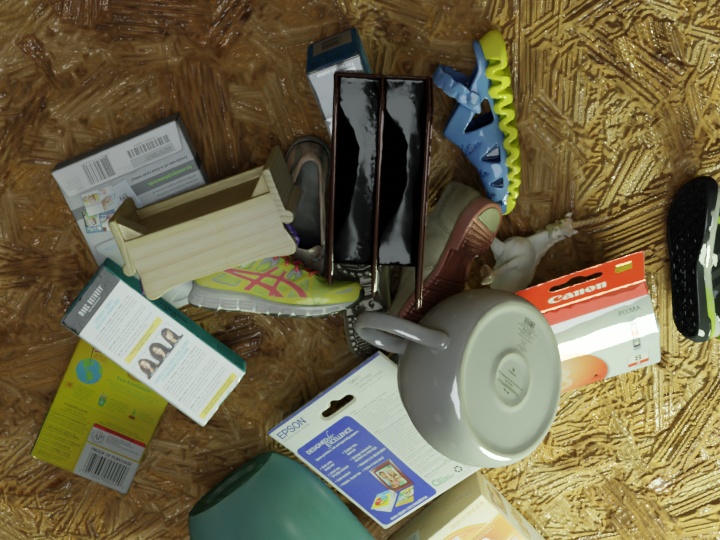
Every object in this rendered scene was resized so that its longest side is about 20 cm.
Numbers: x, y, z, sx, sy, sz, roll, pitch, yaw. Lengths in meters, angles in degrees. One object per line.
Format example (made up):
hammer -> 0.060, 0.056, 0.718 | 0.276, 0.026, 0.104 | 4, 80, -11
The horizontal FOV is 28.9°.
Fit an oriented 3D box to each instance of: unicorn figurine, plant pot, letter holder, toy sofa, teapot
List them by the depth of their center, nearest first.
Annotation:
letter holder -> 0.018, -0.076, 1.362 | 0.099, 0.142, 0.202 | 2, 112, -1
teapot -> 0.105, 0.110, 1.475 | 0.196, 0.145, 0.202 | -24, 107, -40
toy sofa -> -0.161, -0.051, 1.502 | 0.198, 0.083, 0.098 | -18, 110, 12
unicorn figurine -> 0.172, 0.006, 1.574 | 0.136, 0.074, 0.201 | -10, 134, -44
plant pot -> -0.106, 0.311, 1.633 | 0.200, 0.201, 0.162 | -34, 95, 11

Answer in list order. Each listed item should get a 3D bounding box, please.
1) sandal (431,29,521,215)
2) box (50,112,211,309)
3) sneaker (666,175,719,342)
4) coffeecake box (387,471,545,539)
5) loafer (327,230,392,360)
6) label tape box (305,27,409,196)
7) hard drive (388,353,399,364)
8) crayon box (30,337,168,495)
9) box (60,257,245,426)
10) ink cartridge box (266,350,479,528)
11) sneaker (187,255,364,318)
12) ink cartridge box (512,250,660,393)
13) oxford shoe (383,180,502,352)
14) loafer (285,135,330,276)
sandal -> 0.130, -0.157, 1.529 | 0.086, 0.080, 0.202 | -9, 102, 6
box -> -0.233, -0.055, 1.573 | 0.154, 0.041, 0.202 | -22, 108, 7
sneaker -> 0.402, -0.014, 1.598 | 0.082, 0.072, 0.202 | -11, 113, -23
coffeecake box -> 0.152, 0.370, 1.717 | 0.153, 0.073, 0.200 | -41, 106, 12
loafer -> 0.000, 0.000, 1.585 | 0.075, 0.068, 0.203 | -3, 94, -5
label tape box -> 0.005, -0.143, 1.490 | 0.063, 0.144, 0.202 | -20, 109, 6
hard drive -> 0.062, 0.169, 1.635 | 0.131, 0.026, 0.200 | 30, 125, -11
crayon box -> -0.291, 0.149, 1.640 | 0.126, 0.051, 0.201 | 24, 108, -10
box -> -0.230, 0.080, 1.567 | 0.199, 0.049, 0.083 | 38, 97, -11
ink cartridge box -> 0.029, 0.188, 1.613 | 0.200, 0.047, 0.197 | 42, 123, -17
sneaker -> -0.092, 0.004, 1.530 | 0.197, 0.078, 0.091 | 5, 91, 8
ink cartridge box -> 0.254, 0.066, 1.563 | 0.160, 0.051, 0.200 | -18, 151, 3
oxford shoe -> 0.076, -0.003, 1.521 | 0.071, 0.074, 0.201 | 23, 104, -52
loafer -> -0.069, -0.047, 1.566 | 0.071, 0.063, 0.202 | 5, 110, -4
